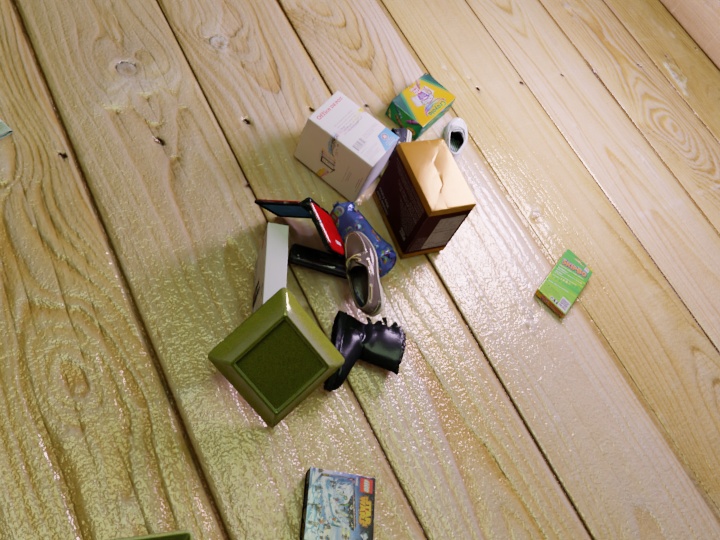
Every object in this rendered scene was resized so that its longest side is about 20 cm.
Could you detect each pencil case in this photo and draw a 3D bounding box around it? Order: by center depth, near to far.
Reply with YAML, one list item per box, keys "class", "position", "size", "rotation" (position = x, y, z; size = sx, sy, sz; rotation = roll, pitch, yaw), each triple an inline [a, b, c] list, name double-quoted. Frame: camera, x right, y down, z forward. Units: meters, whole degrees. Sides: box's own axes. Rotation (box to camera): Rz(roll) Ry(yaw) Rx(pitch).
- class: "pencil case"
  position: [0.004, -0.077, 1.580]
  size: [0.077, 0.087, 0.201]
  rotation: [5, 40, -55]

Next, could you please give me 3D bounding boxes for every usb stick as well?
- class: "usb stick"
  position: [-0.071, -0.015, 1.562]
  size: [0.196, 0.033, 0.056]
  rotation: [16, 44, -14]

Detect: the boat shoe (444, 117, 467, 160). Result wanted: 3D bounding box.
- class: "boat shoe"
  position: [0.274, -0.372, 1.917]
  size: [0.072, 0.067, 0.203]
  rotation: [22, 53, -9]

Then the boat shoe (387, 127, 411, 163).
- class: "boat shoe"
  position: [0.095, -0.308, 1.797]
  size: [0.061, 0.075, 0.203]
  rotation: [18, 47, -9]

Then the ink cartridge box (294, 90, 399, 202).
- class: "ink cartridge box"
  position: [-0.037, -0.308, 1.691]
  size: [0.199, 0.145, 0.148]
  rotation: [38, 52, 4]

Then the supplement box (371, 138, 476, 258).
- class: "supplement box"
  position: [0.149, -0.174, 1.651]
  size: [0.130, 0.201, 0.200]
  rotation: [-11, 63, -27]

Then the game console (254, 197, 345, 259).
- class: "game console"
  position: [-0.125, -0.088, 1.491]
  size: [0.117, 0.200, 0.175]
  rotation: [-27, 82, 7]

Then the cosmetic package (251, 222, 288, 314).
- class: "cosmetic package"
  position: [-0.189, 0.028, 1.407]
  size: [0.050, 0.152, 0.204]
  rotation: [9, 55, -17]

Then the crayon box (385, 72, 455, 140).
- class: "crayon box"
  position: [0.174, -0.471, 1.942]
  size: [0.118, 0.059, 0.200]
  rotation: [40, 52, 5]

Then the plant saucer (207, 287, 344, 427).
- class: "plant saucer"
  position: [-0.155, 0.174, 1.290]
  size: [0.199, 0.048, 0.201]
  rotation: [-41, 107, -4]

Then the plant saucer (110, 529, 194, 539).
- class: "plant saucer"
  position: [-0.358, 0.531, 1.068]
  size: [0.195, 0.048, 0.204]
  rotation: [1, 59, -22]

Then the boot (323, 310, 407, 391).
- class: "boot"
  position: [0.011, 0.183, 1.447]
  size: [0.159, 0.074, 0.201]
  rotation: [19, 50, -11]

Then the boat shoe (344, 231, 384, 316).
- class: "boat shoe"
  position: [0.000, 0.000, 1.484]
  size: [0.059, 0.071, 0.204]
  rotation: [25, 47, -57]

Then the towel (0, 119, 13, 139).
- class: "towel"
  position: [-0.861, -0.323, 1.421]
  size: [0.199, 0.023, 0.153]
  rotation: [40, 52, 5]

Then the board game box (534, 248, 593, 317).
- class: "board game box"
  position: [0.543, 0.030, 1.802]
  size: [0.095, 0.030, 0.200]
  rotation: [42, 55, 6]

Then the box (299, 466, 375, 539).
- class: "box"
  position: [-0.043, 0.478, 1.253]
  size: [0.134, 0.040, 0.204]
  rotation: [14, 55, -14]
